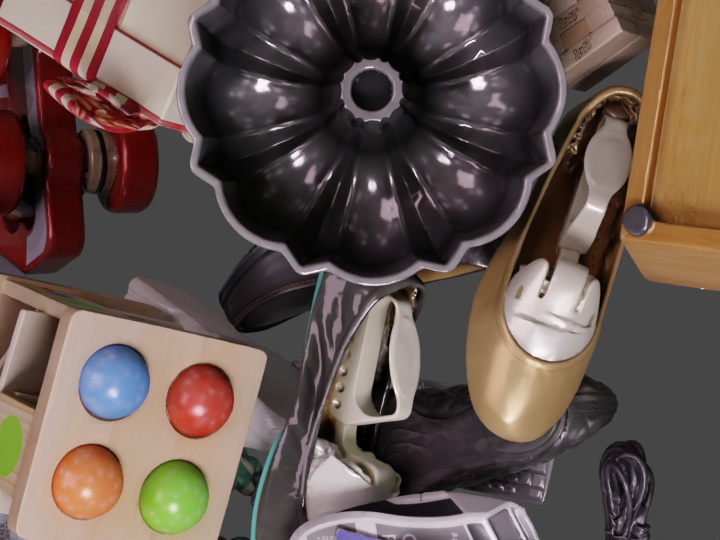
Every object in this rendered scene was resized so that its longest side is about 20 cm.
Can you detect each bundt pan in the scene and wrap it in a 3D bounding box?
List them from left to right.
[{"bbox_3d":[0.005,-0.091,1.247,0.202,0.076,0.202,0,88,-1],"label":"bundt pan"}]

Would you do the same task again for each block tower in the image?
[{"bbox_3d":[0.100,-0.195,1.298,0.058,0.054,0.200,-34,64,31],"label":"block tower"}]

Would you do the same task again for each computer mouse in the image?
[{"bbox_3d":[0.059,0.147,1.249,0.200,0.044,0.110,-3,108,14],"label":"computer mouse"}]

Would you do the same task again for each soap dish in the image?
[{"bbox_3d":[0.212,-0.086,1.173,0.157,0.081,0.200,9,90,40],"label":"soap dish"}]

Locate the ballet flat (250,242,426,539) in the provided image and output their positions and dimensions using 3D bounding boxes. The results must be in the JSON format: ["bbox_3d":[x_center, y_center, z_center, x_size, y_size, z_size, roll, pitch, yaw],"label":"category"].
[{"bbox_3d":[-0.009,0.085,1.284,0.068,0.068,0.200,18,100,39],"label":"ballet flat"}]

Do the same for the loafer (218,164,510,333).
[{"bbox_3d":[0.000,0.000,1.350,0.200,0.073,0.072,-29,72,36],"label":"loafer"}]

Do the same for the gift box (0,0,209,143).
[{"bbox_3d":[-0.079,-0.156,1.361,0.200,0.184,0.187,36,106,43],"label":"gift box"}]

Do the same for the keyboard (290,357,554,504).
[{"bbox_3d":[0.030,0.090,1.352,0.200,0.011,0.056,8,90,40],"label":"keyboard"}]

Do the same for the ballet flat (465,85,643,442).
[{"bbox_3d":[0.104,-0.010,1.219,0.063,0.069,0.200,122,167,-67],"label":"ballet flat"}]

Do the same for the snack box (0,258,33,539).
[{"bbox_3d":[-0.236,0.086,1.481,0.200,0.068,0.169,25,114,61],"label":"snack box"}]

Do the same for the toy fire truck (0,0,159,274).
[{"bbox_3d":[-0.213,-0.094,1.530,0.168,0.112,0.200,152,114,-63],"label":"toy fire truck"}]

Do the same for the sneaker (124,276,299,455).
[{"bbox_3d":[-0.091,0.080,1.407,0.200,0.075,0.089,36,102,52],"label":"sneaker"}]

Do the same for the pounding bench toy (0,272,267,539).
[{"bbox_3d":[-0.157,0.118,1.318,0.156,0.124,0.200,19,94,56],"label":"pounding bench toy"}]

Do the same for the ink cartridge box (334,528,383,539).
[{"bbox_3d":[0.072,0.204,1.219,0.200,0.037,0.095,14,104,10],"label":"ink cartridge box"}]

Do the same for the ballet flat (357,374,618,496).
[{"bbox_3d":[0.054,0.094,1.303,0.200,0.057,0.067,-13,76,44],"label":"ballet flat"}]

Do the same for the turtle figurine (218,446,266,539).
[{"bbox_3d":[-0.093,0.176,1.394,0.200,0.101,0.150,-9,74,47],"label":"turtle figurine"}]
